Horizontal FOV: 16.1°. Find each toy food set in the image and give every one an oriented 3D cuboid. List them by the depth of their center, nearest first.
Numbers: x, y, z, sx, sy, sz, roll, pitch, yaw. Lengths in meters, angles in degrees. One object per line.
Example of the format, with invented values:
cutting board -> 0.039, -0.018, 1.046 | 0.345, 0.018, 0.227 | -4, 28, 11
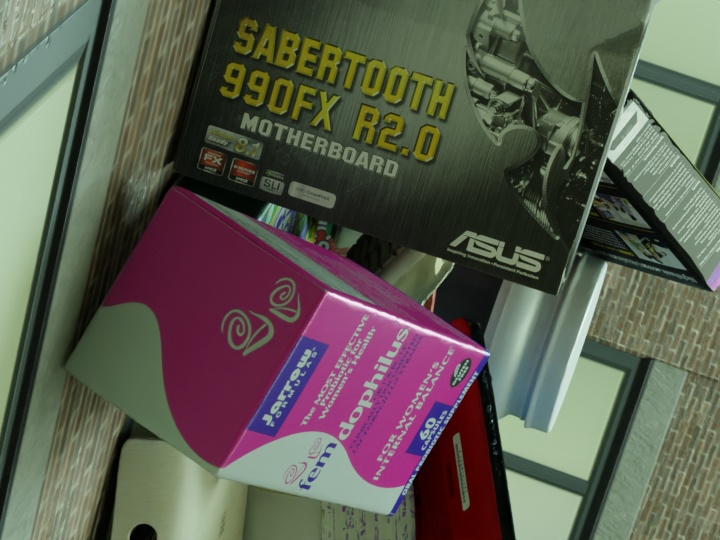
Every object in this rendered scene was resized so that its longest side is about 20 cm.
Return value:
toy food set -> -0.107, 0.139, 1.457 | 0.200, 0.060, 0.144 | -52, 149, -75

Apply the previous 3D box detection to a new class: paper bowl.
paper bowl -> -0.042, 0.169, 1.618 | 0.201, 0.104, 0.201 | -178, -90, -74

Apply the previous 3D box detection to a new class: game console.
game console -> 0.084, 0.156, 1.594 | 0.172, 0.118, 0.200 | -47, -137, 49

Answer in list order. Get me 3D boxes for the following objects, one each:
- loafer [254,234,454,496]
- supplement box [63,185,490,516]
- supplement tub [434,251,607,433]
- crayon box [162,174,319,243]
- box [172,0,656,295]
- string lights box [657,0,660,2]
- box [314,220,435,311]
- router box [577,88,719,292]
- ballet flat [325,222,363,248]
loafer -> 0.001, 0.048, 1.390 | 0.200, 0.068, 0.076 | -53, -166, 29
supplement box -> -0.035, 0.043, 1.226 | 0.101, 0.103, 0.200 | -59, 152, 5
supplement tub -> 0.054, 0.019, 1.728 | 0.140, 0.200, 0.141 | 19, 90, -83
crayon box -> -0.058, -0.029, 1.356 | 0.200, 0.051, 0.126 | -62, 168, -55
box -> 0.027, -0.094, 1.224 | 0.048, 0.200, 0.159 | -59, 167, -73
string lights box -> 0.118, -0.247, 1.559 | 0.059, 0.200, 0.103 | -33, 175, 5
box -> 0.000, 0.000, 1.566 | 0.100, 0.095, 0.200 | 102, -1, -51
router box -> 0.146, -0.066, 1.681 | 0.051, 0.149, 0.200 | -50, -149, -12
ballet flat -> 0.015, -0.054, 1.380 | 0.200, 0.064, 0.068 | 90, 21, -69
